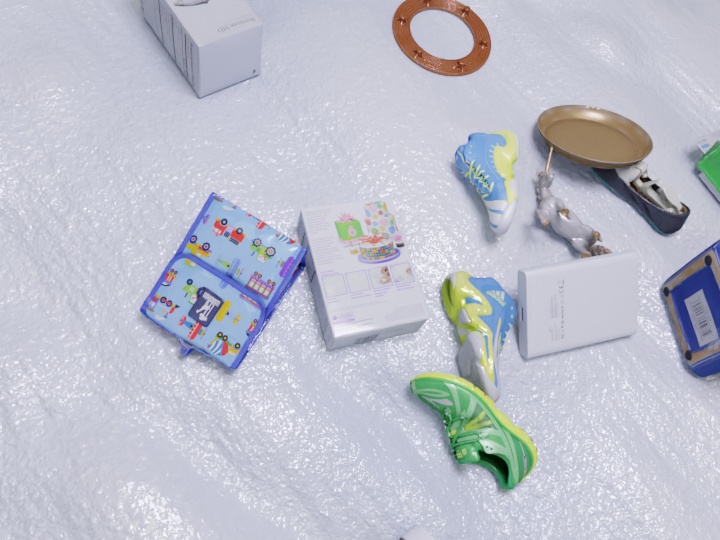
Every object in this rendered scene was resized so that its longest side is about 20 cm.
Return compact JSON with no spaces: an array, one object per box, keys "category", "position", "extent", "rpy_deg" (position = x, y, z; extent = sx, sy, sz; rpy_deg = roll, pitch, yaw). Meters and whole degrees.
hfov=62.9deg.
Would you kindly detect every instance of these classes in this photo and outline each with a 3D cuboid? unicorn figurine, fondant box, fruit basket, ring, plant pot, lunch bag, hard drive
[{"category":"unicorn figurine","position":[0.332,-0.089,0.959],"extent":[0.201,0.074,0.137],"rpy_deg":[58,20,-8]},{"category":"fondant box","position":[0.000,0.000,0.855],"extent":[0.143,0.058,0.201],"rpy_deg":[-9,69,-17]},{"category":"fruit basket","position":[0.732,-0.192,1.112],"extent":[0.199,0.094,0.186],"rpy_deg":[-20,71,-37]},{"category":"ring","position":[0.158,-0.455,1.122],"extent":[0.199,0.019,0.202],"rpy_deg":[5,64,-10]},{"category":"plant pot","position":[0.595,0.056,0.896],"extent":[0.178,0.200,0.202],"rpy_deg":[-3,66,-7]},{"category":"lunch bag","position":[-0.186,0.025,0.796],"extent":[0.150,0.094,0.201],"rpy_deg":[30,75,1]},{"category":"plant pot","position":[0.409,-0.234,1.041],"extent":[0.198,0.028,0.201],"rpy_deg":[2,42,-2]},{"category":"hard drive","position":[0.330,0.049,0.890],"extent":[0.198,0.026,0.133],"rpy_deg":[-9,104,-17]}]

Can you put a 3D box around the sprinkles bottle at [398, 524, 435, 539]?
[{"category":"sprinkles bottle","position":[0.009,0.381,0.676],"extent":[0.199,0.068,0.068],"rpy_deg":[-29,75,-23]}]

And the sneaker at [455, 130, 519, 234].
[{"category":"sneaker","position":[0.201,-0.148,0.962],"extent":[0.104,0.076,0.201],"rpy_deg":[10,56,3]}]

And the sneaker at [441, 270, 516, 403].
[{"category":"sneaker","position":[0.190,0.089,0.849],"extent":[0.104,0.076,0.201],"rpy_deg":[-5,66,-16]}]

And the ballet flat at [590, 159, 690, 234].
[{"category":"ballet flat","position":[0.495,-0.151,1.034],"extent":[0.073,0.073,0.200],"rpy_deg":[-38,79,-25]}]

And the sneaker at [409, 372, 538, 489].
[{"category":"sneaker","position":[0.145,0.210,0.783],"extent":[0.200,0.074,0.084],"rpy_deg":[39,60,6]}]

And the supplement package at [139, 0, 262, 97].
[{"category":"supplement package","position":[-0.258,-0.404,0.945],"extent":[0.116,0.117,0.201],"rpy_deg":[-31,76,-24]}]
